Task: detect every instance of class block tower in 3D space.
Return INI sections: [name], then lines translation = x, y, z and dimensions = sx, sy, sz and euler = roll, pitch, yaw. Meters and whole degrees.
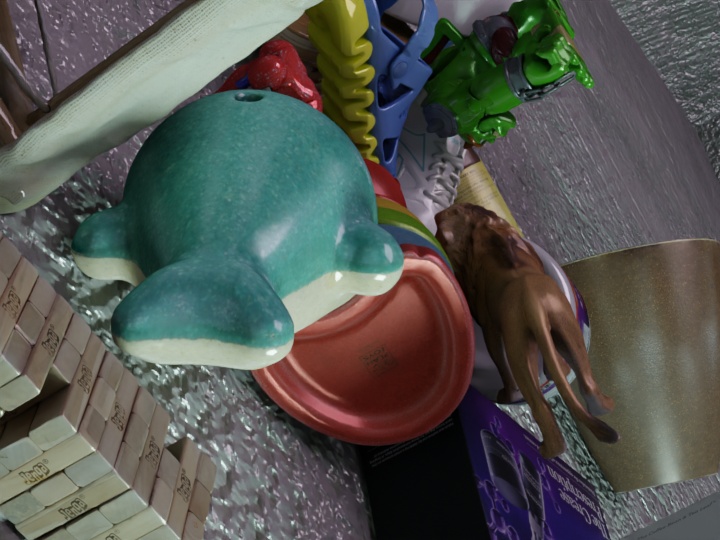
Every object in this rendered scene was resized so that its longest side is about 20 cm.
[block tower]
translation = -0.132, 0.042, 0.501
dimensions = 0.200, 0.054, 0.058
euler = 51, 21, -24

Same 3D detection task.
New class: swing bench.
[swing bench]
translation = -0.114, -0.158, 0.601
dimensions = 0.202, 0.198, 0.129
euler = 64, 21, 9

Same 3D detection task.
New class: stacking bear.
[stacking bear]
translation = 0.000, 0.000, 0.801
dimensions = 0.114, 0.121, 0.201
euler = 55, 12, -30

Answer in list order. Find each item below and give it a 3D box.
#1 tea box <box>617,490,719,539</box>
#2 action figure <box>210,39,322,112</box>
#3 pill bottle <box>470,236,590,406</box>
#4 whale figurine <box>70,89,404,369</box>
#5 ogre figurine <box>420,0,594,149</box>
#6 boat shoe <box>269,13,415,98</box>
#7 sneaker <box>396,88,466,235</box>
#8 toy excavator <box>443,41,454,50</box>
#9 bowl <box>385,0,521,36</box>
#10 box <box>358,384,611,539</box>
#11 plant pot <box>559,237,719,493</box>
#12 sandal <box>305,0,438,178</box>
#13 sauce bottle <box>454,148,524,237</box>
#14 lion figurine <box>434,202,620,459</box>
[tea box]
translation = 0.149, 0.256, 0.668
dimensions = 0.197, 0.199, 0.134
euler = 53, 21, -17
[action figure]
translation = -0.063, -0.082, 0.836
dimensions = 0.066, 0.098, 0.200
euler = 61, -2, 13
[pill bottle]
translation = 0.109, 0.041, 0.971
dimensions = 0.112, 0.111, 0.200
euler = 65, 9, 13
[whale figurine]
translation = -0.058, -0.022, 0.619
dimensions = 0.200, 0.157, 0.105
euler = -73, 166, -70
[ogre figurine]
translation = 0.102, -0.157, 1.003
dimensions = 0.098, 0.119, 0.201
euler = 48, 21, -36
[boat shoe]
translation = -0.020, -0.164, 1.017
dimensions = 0.074, 0.069, 0.199
euler = 49, 25, 19
[sneaker]
translation = 0.046, -0.077, 1.047
dimensions = 0.070, 0.080, 0.202
euler = 39, 31, -48
[toy excavator]
translation = 0.108, -0.197, 1.248
dimensions = 0.101, 0.193, 0.200
euler = 59, -24, 0
[bowl]
translation = 0.046, -0.267, 1.133
dimensions = 0.199, 0.075, 0.199
euler = 2, 29, -47
[box]
translation = 0.089, 0.171, 0.821
dimensions = 0.200, 0.078, 0.142
euler = 40, 31, -44
[plant pot]
translation = 0.254, 0.093, 1.209
dimensions = 0.186, 0.185, 0.203
euler = 11, 66, -64
[sandal]
translation = 0.015, -0.126, 0.937
dimensions = 0.080, 0.086, 0.201
euler = 52, -22, 34
[sauce bottle]
translation = 0.081, -0.073, 1.140
dimensions = 0.202, 0.066, 0.066
euler = 63, 20, 1
[lion figurine]
translation = 0.096, 0.026, 0.789
dimensions = 0.200, 0.072, 0.124
euler = -152, -138, -73
